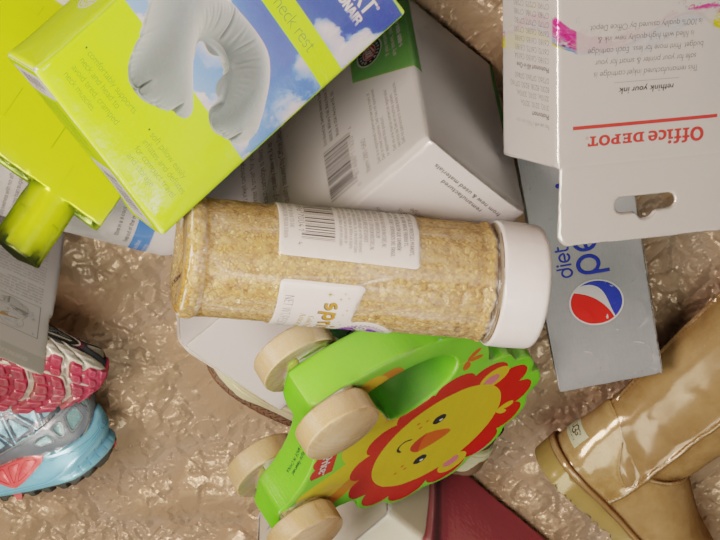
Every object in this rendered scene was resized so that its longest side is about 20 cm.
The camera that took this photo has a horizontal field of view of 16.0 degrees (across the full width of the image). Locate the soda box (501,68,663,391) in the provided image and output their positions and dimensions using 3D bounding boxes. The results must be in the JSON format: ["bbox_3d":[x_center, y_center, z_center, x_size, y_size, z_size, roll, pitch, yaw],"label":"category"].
[{"bbox_3d":[0.134,-0.028,1.535,0.068,0.064,0.201,-11,123,5],"label":"soda box"}]

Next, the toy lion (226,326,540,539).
[{"bbox_3d":[0.024,0.081,1.487,0.191,0.069,0.200,-23,154,-23],"label":"toy lion"}]

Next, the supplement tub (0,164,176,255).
[{"bbox_3d":[-0.182,-0.092,1.452,0.198,0.132,0.133,14,123,-10],"label":"supplement tub"}]

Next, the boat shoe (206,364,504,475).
[{"bbox_3d":[0.004,0.061,1.594,0.201,0.075,0.075,18,120,-25],"label":"boat shoe"}]

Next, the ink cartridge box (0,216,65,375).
[{"bbox_3d":[-0.255,-0.006,1.468,0.162,0.201,0.057,24,119,-15],"label":"ink cartridge box"}]

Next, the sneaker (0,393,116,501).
[{"bbox_3d":[-0.261,0.101,1.628,0.199,0.079,0.096,-17,110,3],"label":"sneaker"}]

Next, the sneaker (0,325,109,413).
[{"bbox_3d":[-0.244,0.024,1.552,0.199,0.075,0.081,22,144,-10],"label":"sneaker"}]

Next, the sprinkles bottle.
[{"bbox_3d":[0.000,0.000,1.371,0.198,0.068,0.069,5,124,-11],"label":"sprinkles bottle"}]

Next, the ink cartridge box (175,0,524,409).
[{"bbox_3d":[-0.013,-0.038,1.477,0.200,0.147,0.084,-39,123,24],"label":"ink cartridge box"}]

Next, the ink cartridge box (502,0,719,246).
[{"bbox_3d":[0.141,-0.121,1.406,0.114,0.068,0.202,-6,102,-25],"label":"ink cartridge box"}]

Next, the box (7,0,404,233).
[{"bbox_3d":[-0.070,-0.131,1.325,0.200,0.048,0.122,-43,122,-10],"label":"box"}]

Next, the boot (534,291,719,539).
[{"bbox_3d":[0.235,0.104,1.623,0.200,0.066,0.175,-40,125,18],"label":"boot"}]

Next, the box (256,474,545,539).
[{"bbox_3d":[0.043,0.212,1.668,0.200,0.109,0.128,39,116,-23],"label":"box"}]

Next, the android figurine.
[{"bbox_3d":[-0.155,-0.108,1.373,0.182,0.041,0.201,36,82,-6],"label":"android figurine"}]
